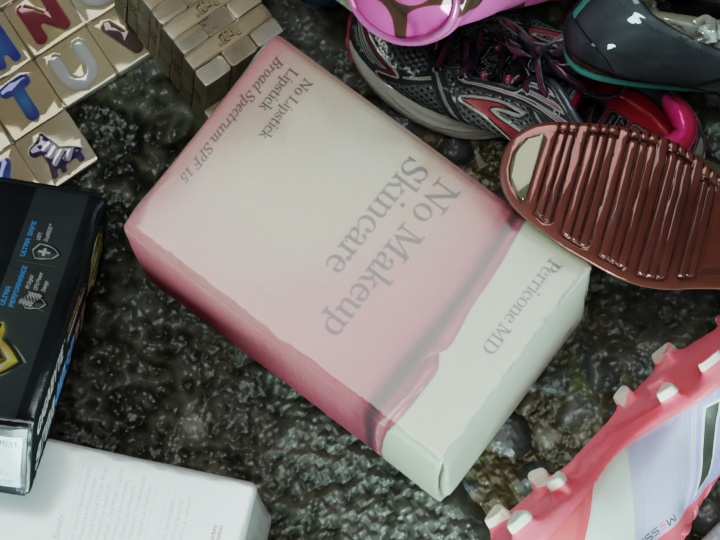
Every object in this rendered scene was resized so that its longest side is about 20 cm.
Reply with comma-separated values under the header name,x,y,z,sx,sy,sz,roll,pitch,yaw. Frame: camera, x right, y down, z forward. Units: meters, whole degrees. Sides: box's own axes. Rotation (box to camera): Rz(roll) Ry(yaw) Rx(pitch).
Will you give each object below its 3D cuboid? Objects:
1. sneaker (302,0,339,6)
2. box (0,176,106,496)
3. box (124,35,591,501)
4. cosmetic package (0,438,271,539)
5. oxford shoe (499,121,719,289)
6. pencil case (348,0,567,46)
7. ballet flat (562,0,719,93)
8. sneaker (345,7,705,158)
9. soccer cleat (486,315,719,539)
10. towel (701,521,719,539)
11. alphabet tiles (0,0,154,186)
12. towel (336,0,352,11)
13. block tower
name,x,y,z,sx,sy,sz,roll,pitch,yaw
sneaker,-0.032,-0.231,1.389,0.085,0.077,0.201,-2,69,12
box,-0.218,0.021,1.276,0.158,0.046,0.200,9,35,1
box,0.000,0.000,1.305,0.200,0.109,0.128,36,80,10
cosmetic package,-0.150,0.125,1.286,0.199,0.101,0.072,11,77,4
oxford shoe,0.156,-0.025,1.281,0.199,0.075,0.071,19,95,-13
pencil case,0.089,-0.165,1.302,0.199,0.093,0.091,-18,118,-36
ballet flat,0.197,-0.116,1.304,0.199,0.073,0.074,9,75,-24
sneaker,0.087,-0.102,1.344,0.199,0.075,0.081,22,78,8
soccer cleat,0.151,0.097,1.296,0.200,0.067,0.077,-39,104,-13
towel,0.233,0.209,1.278,0.171,0.048,0.200,-42,78,-11
alphabet tiles,-0.211,-0.107,1.393,0.199,0.008,0.168,-33,77,-5
towel,-0.024,-0.230,1.308,0.199,0.023,0.153,32,74,-20
block tower,-0.114,-0.170,1.374,0.054,0.058,0.200,-35,79,-15
